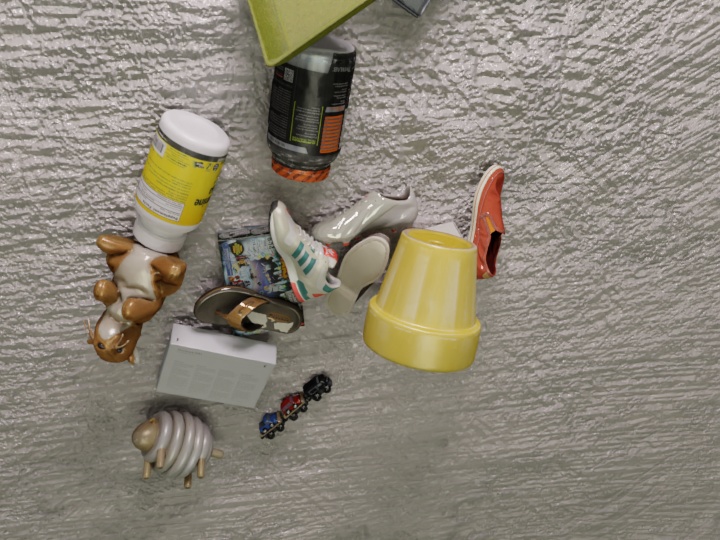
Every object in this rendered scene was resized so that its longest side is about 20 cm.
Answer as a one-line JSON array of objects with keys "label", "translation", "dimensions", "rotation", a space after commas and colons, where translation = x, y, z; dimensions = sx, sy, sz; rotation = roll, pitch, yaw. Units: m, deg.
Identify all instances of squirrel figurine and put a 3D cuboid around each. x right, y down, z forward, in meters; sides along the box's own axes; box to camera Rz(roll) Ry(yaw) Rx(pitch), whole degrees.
[{"label": "squirrel figurine", "translation": [-0.367, 0.053, 1.112], "dimensions": [0.138, 0.200, 0.191], "rotation": [19, 94, -5]}]

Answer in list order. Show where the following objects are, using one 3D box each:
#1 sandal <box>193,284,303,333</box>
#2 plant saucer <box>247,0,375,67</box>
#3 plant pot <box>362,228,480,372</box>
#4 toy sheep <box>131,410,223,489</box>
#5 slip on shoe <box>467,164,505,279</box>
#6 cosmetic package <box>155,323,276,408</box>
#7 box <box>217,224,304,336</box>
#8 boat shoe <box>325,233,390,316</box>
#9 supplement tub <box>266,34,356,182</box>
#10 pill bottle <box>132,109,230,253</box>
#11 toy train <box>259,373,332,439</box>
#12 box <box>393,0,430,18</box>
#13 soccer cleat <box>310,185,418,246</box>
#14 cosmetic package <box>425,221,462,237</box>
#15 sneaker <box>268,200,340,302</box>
[{"label": "sandal", "translation": [-0.194, 0.081, 1.201], "dimensions": [0.195, 0.055, 0.083], "rotation": [16, 117, -19]}, {"label": "plant saucer", "translation": [-0.062, -0.395, 0.918], "dimensions": [0.197, 0.204, 0.048], "rotation": [-27, 159, 22]}, {"label": "plant pot", "translation": [0.112, 0.039, 1.131], "dimensions": [0.195, 0.201, 0.194], "rotation": [6, 105, -14]}, {"label": "toy sheep", "translation": [-0.355, 0.343, 1.330], "dimensions": [0.198, 0.139, 0.138], "rotation": [31, 111, -37]}, {"label": "slip on shoe", "translation": [0.229, -0.082, 1.198], "dimensions": [0.073, 0.060, 0.206], "rotation": [9, 93, -54]}, {"label": "cosmetic package", "translation": [-0.271, 0.182, 1.276], "dimensions": [0.195, 0.053, 0.152], "rotation": [14, 135, -19]}, {"label": "box", "translation": [-0.175, 0.018, 1.224], "dimensions": [0.133, 0.040, 0.205], "rotation": [-8, 122, -7]}, {"label": "boat shoe", "translation": [0.000, 0.000, 1.205], "dimensions": [0.071, 0.060, 0.201], "rotation": [34, 131, 2]}, {"label": "supplement tub", "translation": [-0.079, -0.248, 1.036], "dimensions": [0.119, 0.123, 0.204], "rotation": [5, 120, -14]}, {"label": "pill bottle", "translation": [-0.287, -0.135, 1.067], "dimensions": [0.110, 0.113, 0.203], "rotation": [18, 116, -21]}, {"label": "toy train", "translation": [-0.139, 0.278, 1.391], "dimensions": [0.199, 0.034, 0.046], "rotation": [-41, 116, 13]}, {"label": "box", "translation": [0.075, -0.494, 0.964], "dimensions": [0.157, 0.046, 0.202], "rotation": [27, 112, -24]}, {"label": "soccer cleat", "translation": [0.005, -0.098, 1.180], "dimensions": [0.195, 0.070, 0.079], "rotation": [-13, 117, -12]}, {"label": "cosmetic package", "translation": [0.149, 0.024, 1.273], "dimensions": [0.101, 0.074, 0.204], "rotation": [-14, 122, -2]}, {"label": "sneaker", "translation": [-0.089, -0.038, 1.138], "dimensions": [0.091, 0.071, 0.203], "rotation": [-11, 127, 7]}]
